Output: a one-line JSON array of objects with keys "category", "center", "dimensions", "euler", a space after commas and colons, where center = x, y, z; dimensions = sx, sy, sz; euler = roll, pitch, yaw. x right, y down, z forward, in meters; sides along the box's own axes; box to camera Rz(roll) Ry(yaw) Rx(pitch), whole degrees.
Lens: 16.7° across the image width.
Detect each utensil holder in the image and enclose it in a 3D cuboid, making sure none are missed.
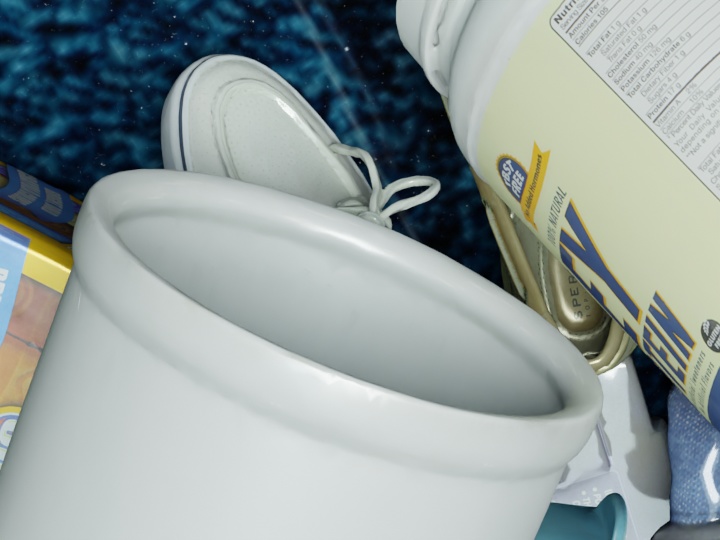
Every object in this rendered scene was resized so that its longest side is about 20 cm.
[{"category": "utensil holder", "center": [-0.038, 0.094, 0.768], "dimensions": [0.169, 0.170, 0.201], "euler": [20, 106, -3]}]

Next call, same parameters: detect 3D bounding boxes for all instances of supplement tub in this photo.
[{"category": "supplement tub", "center": [0.119, -0.049, 0.783], "dimensions": [0.145, 0.145, 0.200], "euler": [-45, 65, 6]}]

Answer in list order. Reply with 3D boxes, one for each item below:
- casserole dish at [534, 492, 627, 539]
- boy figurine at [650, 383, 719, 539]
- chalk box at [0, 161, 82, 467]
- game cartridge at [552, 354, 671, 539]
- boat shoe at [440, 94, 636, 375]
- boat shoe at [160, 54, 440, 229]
[{"category": "casserole dish", "center": [0.035, 0.162, 0.838], "dimensions": [0.039, 0.121, 0.201], "euler": [22, 98, -4]}, {"category": "boy figurine", "center": [0.142, 0.007, 0.896], "dimensions": [0.064, 0.124, 0.201], "euler": [-2, 81, 34]}, {"category": "chalk box", "center": [-0.128, 0.038, 0.889], "dimensions": [0.199, 0.124, 0.125], "euler": [26, 98, -3]}, {"category": "game cartridge", "center": [0.076, 0.141, 0.950], "dimensions": [0.129, 0.038, 0.201], "euler": [-18, 98, -1]}, {"category": "boat shoe", "center": [0.065, -0.060, 0.896], "dimensions": [0.073, 0.063, 0.202], "euler": [-9, 88, 3]}, {"category": "boat shoe", "center": [-0.004, 0.002, 0.879], "dimensions": [0.074, 0.086, 0.203], "euler": [-21, 80, -28]}]
